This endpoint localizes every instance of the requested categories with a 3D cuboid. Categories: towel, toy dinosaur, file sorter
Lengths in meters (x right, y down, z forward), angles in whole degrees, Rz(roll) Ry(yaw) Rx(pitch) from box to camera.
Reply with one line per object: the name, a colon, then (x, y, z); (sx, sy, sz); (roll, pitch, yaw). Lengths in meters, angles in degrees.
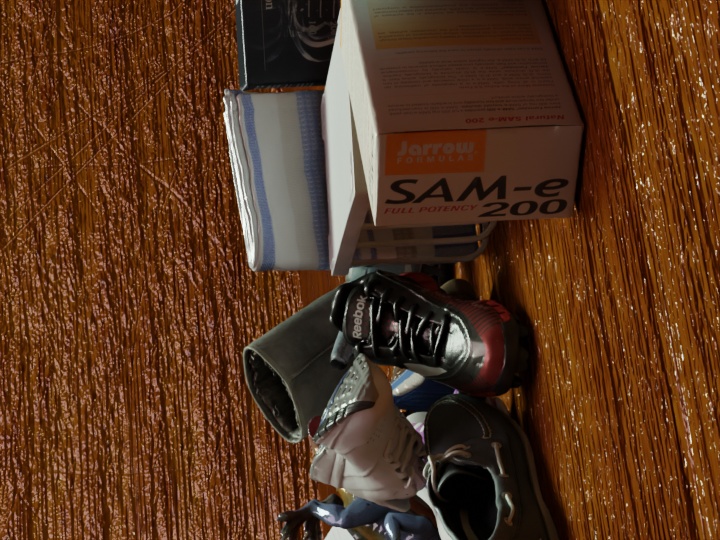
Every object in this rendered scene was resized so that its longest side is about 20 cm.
towel: (-0.006, -0.074, 1.552); (0.024, 0.199, 0.148); (145, 119, -63)
toy dinosaur: (0.030, 0.195, 1.552); (0.105, 0.180, 0.201); (40, -133, -63)
file sorter: (0.042, -0.092, 1.436); (0.200, 0.124, 0.140); (107, 160, -73)

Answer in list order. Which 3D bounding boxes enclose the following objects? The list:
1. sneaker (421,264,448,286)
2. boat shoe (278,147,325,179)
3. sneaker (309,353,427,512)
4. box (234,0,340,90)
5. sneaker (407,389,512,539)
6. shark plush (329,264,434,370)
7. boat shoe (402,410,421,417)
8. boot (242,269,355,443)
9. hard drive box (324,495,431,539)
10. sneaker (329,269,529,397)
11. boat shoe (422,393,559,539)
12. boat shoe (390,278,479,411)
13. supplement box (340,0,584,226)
sneaker: (0.049, -0.018, 1.737); (0.082, 0.070, 0.201); (13, 117, 61)
boat shoe: (0.002, -0.078, 1.613); (0.072, 0.199, 0.068); (-35, 77, 60)
sneaker: (0.015, 0.121, 1.454); (0.075, 0.087, 0.200); (-59, -9, -17)
box: (-0.010, -0.248, 1.583); (0.104, 0.181, 0.201); (-159, 65, -83)
sneaker: (0.079, 0.127, 1.529); (0.201, 0.072, 0.115); (-131, 40, -64)
shark plush: (0.000, 0.000, 1.636); (0.200, 0.090, 0.083); (-58, -43, -32)
boat shoe: (0.059, 0.151, 1.752); (0.074, 0.063, 0.203); (-109, 17, -77)
boot: (-0.032, 0.030, 1.775); (0.072, 0.200, 0.183); (-20, 98, 58)
hard drive box: (0.029, 0.285, 1.697); (0.200, 0.076, 0.157); (119, 135, -57)
sneaker: (0.043, 0.045, 1.444); (0.200, 0.097, 0.071); (24, 105, 59)
boat shoe: (0.079, 0.142, 1.370); (0.073, 0.062, 0.200); (-46, 34, 15)
boat shoe: (0.067, 0.063, 1.613); (0.200, 0.072, 0.073); (127, 145, -66)
supplement box: (0.058, -0.118, 1.252); (0.201, 0.125, 0.074); (-99, 8, -50)
